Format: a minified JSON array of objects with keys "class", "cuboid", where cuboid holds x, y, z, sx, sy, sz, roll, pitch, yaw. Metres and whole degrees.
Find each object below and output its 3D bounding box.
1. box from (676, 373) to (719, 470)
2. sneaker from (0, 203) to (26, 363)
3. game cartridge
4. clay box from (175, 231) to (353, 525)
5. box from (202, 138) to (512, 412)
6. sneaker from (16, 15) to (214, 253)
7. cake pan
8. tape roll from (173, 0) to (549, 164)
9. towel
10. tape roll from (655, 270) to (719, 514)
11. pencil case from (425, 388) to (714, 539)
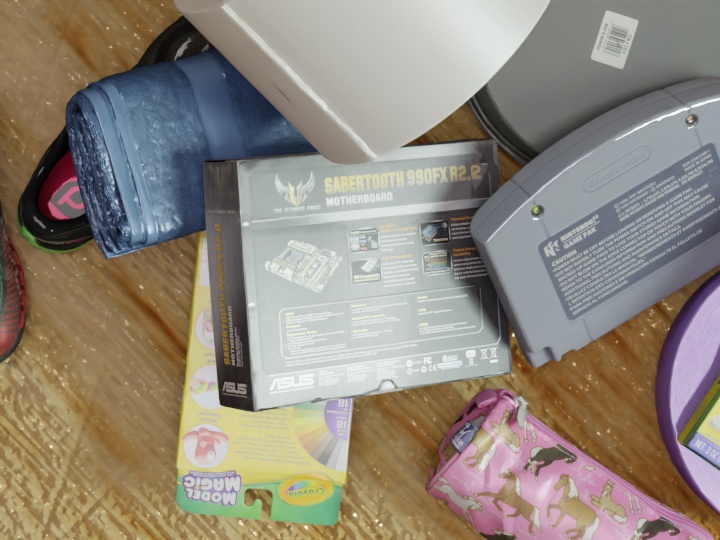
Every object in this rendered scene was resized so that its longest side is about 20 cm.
[{"class":"box","cuboid":[0.307,0.059,1.409,0.117,0.048,0.200,33,88,-1]},{"class":"sneaker","cuboid":[-0.266,-0.034,1.441,0.071,0.098,0.201,-10,92,-2]},{"class":"game cartridge","cuboid":[0.172,-0.037,1.437,0.200,0.041,0.133,-30,127,-8]},{"class":"clay box","cuboid":[-0.059,0.064,1.468,0.115,0.048,0.201,6,91,-2]},{"class":"box","cuboid":[0.000,0.000,1.419,0.200,0.048,0.159,-7,95,-31]},{"class":"sneaker","cuboid":[-0.148,-0.088,1.448,0.077,0.084,0.200,40,90,-1]},{"class":"cake pan","cuboid":[0.162,-0.154,1.459,0.200,0.037,0.201,0,100,-2]},{"class":"tape roll","cuboid":[0.005,-0.183,1.337,0.203,0.203,0.139,-46,114,0]},{"class":"towel","cuboid":[-0.092,-0.086,1.419,0.200,0.048,0.112,-18,99,-32]},{"class":"tape roll","cuboid":[0.299,0.083,1.464,0.200,0.066,0.201,0,90,-1]},{"class":"pencil case","cuboid":[0.141,0.162,1.455,0.200,0.087,0.083,35,59,-1]}]
